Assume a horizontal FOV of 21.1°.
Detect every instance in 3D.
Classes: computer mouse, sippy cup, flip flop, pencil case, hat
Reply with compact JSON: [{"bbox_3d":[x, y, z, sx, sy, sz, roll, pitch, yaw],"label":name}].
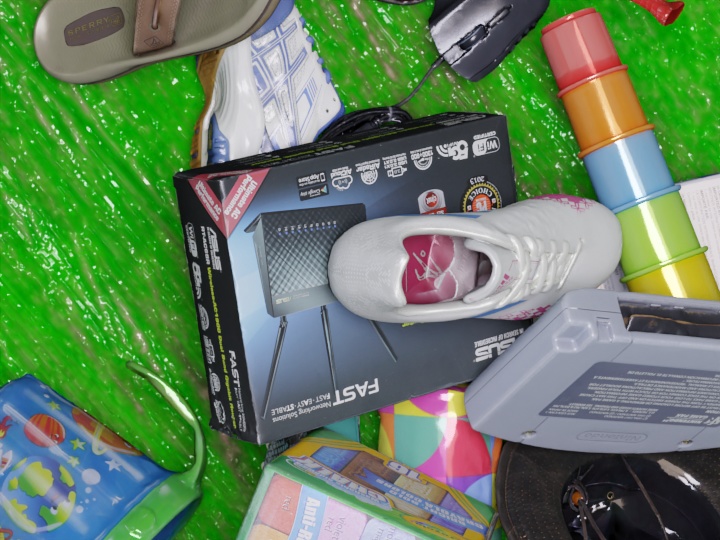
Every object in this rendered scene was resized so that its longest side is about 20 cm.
[{"bbox_3d":[0.047,-0.123,1.171,0.200,0.034,0.059,-48,108,-17],"label":"computer mouse"},{"bbox_3d":[-0.183,0.137,1.140,0.130,0.140,0.178,41,49,6],"label":"sippy cup"},{"bbox_3d":[-0.121,-0.164,1.124,0.199,0.057,0.082,-16,73,30],"label":"flip flop"},{"bbox_3d":[0.046,0.159,1.180,0.087,0.088,0.202,1,89,-5],"label":"pencil case"},{"bbox_3d":[0.165,0.174,1.181,0.199,0.201,0.081,17,131,-5],"label":"hat"}]

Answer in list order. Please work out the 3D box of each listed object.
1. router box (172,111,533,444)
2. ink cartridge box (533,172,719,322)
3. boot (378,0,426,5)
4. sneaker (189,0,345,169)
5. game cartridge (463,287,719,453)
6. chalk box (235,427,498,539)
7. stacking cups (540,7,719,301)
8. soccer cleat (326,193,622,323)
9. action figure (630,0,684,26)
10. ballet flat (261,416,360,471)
[{"bbox_3d":[0.000,0.000,1.114,0.199,0.062,0.151,-15,103,-28],"label":"router box"},{"bbox_3d":[0.182,0.010,1.207,0.198,0.042,0.121,-13,90,-2],"label":"ink cartridge box"},{"bbox_3d":[-0.015,-0.234,1.104,0.068,0.200,0.189,-40,94,-3],"label":"boot"},{"bbox_3d":[-0.053,-0.121,1.178,0.087,0.075,0.202,3,95,-19],"label":"sneaker"},{"bbox_3d":[0.166,0.063,1.130,0.198,0.133,0.042,6,60,-29],"label":"game cartridge"},{"bbox_3d":[-0.010,0.175,1.045,0.123,0.200,0.125,24,95,8],"label":"chalk box"},{"bbox_3d":[0.162,-0.058,1.167,0.060,0.061,0.202,-19,83,-4],"label":"stacking cups"},{"bbox_3d":[0.078,-0.001,1.073,0.198,0.086,0.071,-7,99,-30],"label":"soccer cleat"},{"bbox_3d":[0.113,-0.217,1.170,0.199,0.052,0.066,31,123,16],"label":"action figure"},{"bbox_3d":[-0.034,0.054,1.177,0.073,0.074,0.202,4,91,-5],"label":"ballet flat"}]
